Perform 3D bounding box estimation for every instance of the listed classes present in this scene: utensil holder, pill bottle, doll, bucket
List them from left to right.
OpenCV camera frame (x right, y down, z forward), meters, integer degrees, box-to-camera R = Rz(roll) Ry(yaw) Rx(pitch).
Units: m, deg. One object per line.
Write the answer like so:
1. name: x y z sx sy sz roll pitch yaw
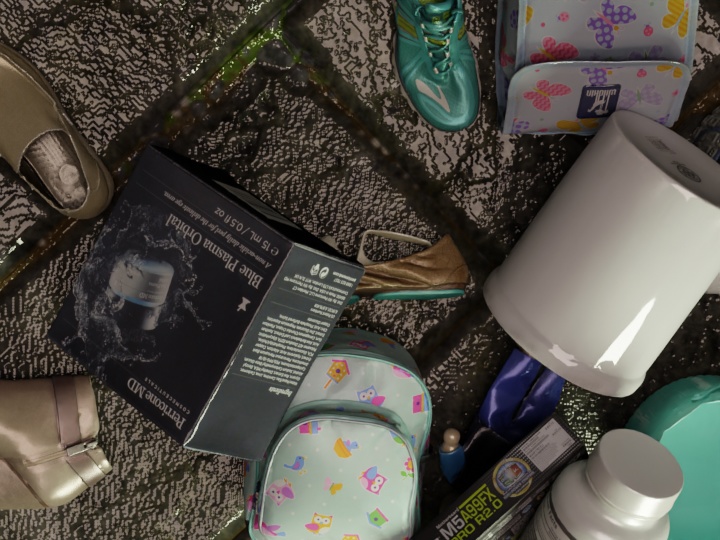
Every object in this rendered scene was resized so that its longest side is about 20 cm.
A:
1. doll: 0.136 0.163 1.713 0.136 0.048 0.201 24 99 -30
2. pill bottle: 0.205 0.238 1.599 0.110 0.111 0.200 20 126 -9
3. utensil holder: 0.233 -0.016 1.605 0.170 0.170 0.200 30 113 -10
4. bucket: 0.341 0.199 1.698 0.206 0.135 0.208 -1 102 -5

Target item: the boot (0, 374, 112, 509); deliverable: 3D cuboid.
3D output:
1. boot: -0.317 0.126 1.659 0.146 0.070 0.201 -18 103 -8

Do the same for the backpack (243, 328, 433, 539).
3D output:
1. backpack: -0.019 0.158 1.648 0.175 0.153 0.201 5 98 -2

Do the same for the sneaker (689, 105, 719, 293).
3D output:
1. sneaker: 0.343 -0.070 1.689 0.087 0.075 0.201 15 106 -20

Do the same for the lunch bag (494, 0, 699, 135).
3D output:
1. lunch bag: 0.210 -0.216 1.613 0.169 0.127 0.201 1 113 -6

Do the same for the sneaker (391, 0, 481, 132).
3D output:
1. sneaker: 0.063 -0.219 1.618 0.077 0.080 0.201 -14 103 -3

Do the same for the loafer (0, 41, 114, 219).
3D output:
1. loafer: -0.293 -0.127 1.605 0.076 0.068 0.200 -42 102 3

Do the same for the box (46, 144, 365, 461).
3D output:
1. box: -0.137 0.028 1.577 0.196 0.117 0.201 33 98 33

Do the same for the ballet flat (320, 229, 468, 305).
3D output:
1. ballet flat: 0.000 0.000 1.667 0.199 0.068 0.073 -8 82 -4

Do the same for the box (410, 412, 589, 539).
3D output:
1. box: 0.131 0.234 1.666 0.200 0.160 0.044 -42 63 -4
